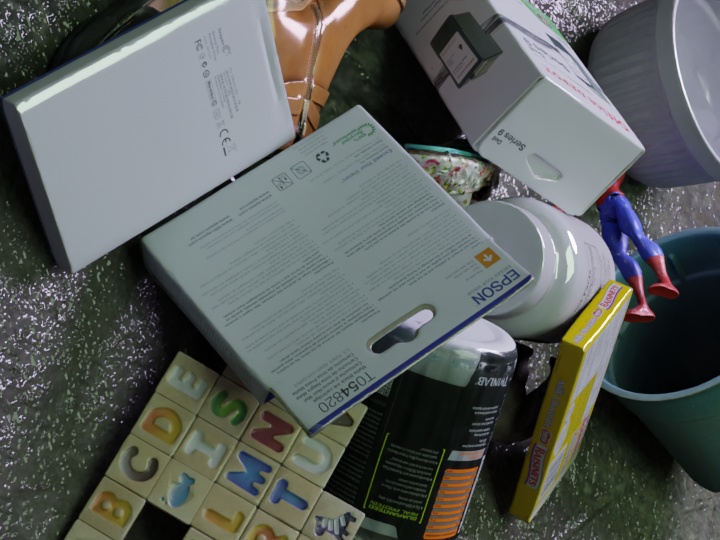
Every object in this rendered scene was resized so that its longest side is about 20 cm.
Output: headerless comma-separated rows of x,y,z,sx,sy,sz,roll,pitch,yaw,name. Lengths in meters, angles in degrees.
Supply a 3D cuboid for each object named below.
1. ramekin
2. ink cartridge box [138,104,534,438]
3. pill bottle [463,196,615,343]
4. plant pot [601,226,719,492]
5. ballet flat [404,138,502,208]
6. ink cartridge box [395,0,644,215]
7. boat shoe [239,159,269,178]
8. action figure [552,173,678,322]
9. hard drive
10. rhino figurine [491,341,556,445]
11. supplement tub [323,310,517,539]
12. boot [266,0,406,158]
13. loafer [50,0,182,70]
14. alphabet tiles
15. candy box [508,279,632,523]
0.306,-0.174,1.573,0.200,0.105,0.200,22,61,-48,ramekin
-0.017,0.002,1.120,0.200,0.200,0.041,-33,151,-19,ink cartridge box
0.132,0.000,1.316,0.200,0.114,0.114,14,71,-68,pill bottle
0.334,0.097,1.512,0.196,0.200,0.200,52,49,-36,plant pot
0.079,-0.073,1.315,0.200,0.076,0.064,-15,112,-70,ballet flat
0.128,-0.157,1.337,0.146,0.084,0.200,27,25,-41,ink cartridge box
-0.062,0.019,1.191,0.068,0.075,0.200,51,35,-64,boat shoe
0.215,-0.054,1.482,0.099,0.065,0.200,11,48,-29,action figure
-0.137,-0.102,1.093,0.200,0.025,0.132,-34,130,-29,hard drive
0.089,0.091,1.333,0.200,0.060,0.088,20,91,-42,rhino figurine
0.030,0.126,1.180,0.122,0.122,0.200,6,107,-46,supplement tub
-0.034,-0.160,1.252,0.200,0.077,0.155,2,89,-61,boot
-0.150,-0.157,1.124,0.073,0.072,0.200,50,51,-29,loafer
-0.084,0.151,1.086,0.167,0.008,0.200,30,70,-1,alphabet tiles
0.175,0.111,1.353,0.102,0.026,0.200,-46,155,-48,candy box
